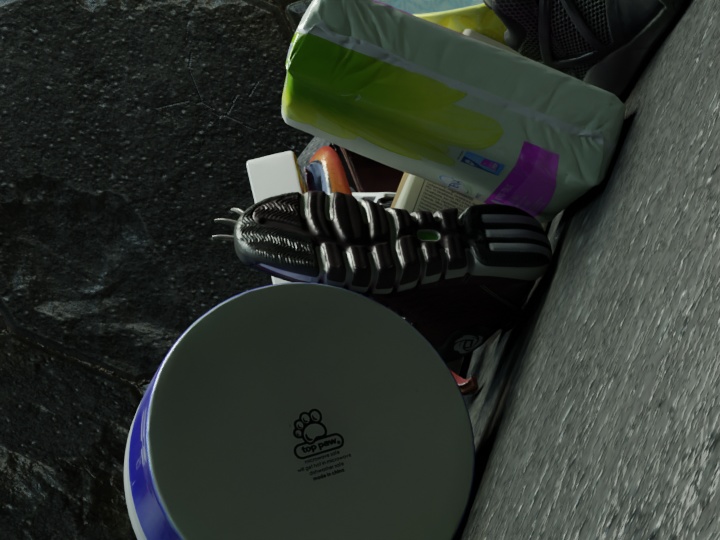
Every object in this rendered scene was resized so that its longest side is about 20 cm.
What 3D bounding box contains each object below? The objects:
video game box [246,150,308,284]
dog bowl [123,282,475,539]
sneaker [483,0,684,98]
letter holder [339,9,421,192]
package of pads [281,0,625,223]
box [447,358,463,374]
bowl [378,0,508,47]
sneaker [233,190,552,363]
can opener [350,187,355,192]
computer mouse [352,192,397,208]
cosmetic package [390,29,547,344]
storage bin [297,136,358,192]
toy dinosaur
[{"bbox_3d":[-0.040,0.029,1.559,0.182,0.046,0.201,79,178,-72],"label":"video game box"},{"bbox_3d":[-0.036,0.112,1.134,0.079,0.199,0.201,124,169,-63],"label":"dog bowl"},{"bbox_3d":[0.137,-0.183,1.135,0.200,0.114,0.077,120,171,-59],"label":"sneaker"},{"bbox_3d":[0.077,-0.149,1.606,0.199,0.143,0.100,-21,1,-39],"label":"letter holder"},{"bbox_3d":[0.051,-0.099,1.187,0.155,0.199,0.069,128,163,-82],"label":"package of pads"},{"bbox_3d":[0.022,0.142,1.454,0.194,0.047,0.201,-66,0,-53],"label":"box"},{"bbox_3d":[0.108,-0.184,1.470,0.200,0.199,0.108,-71,-32,-61],"label":"bowl"},{"bbox_3d":[0.015,0.017,1.211,0.076,0.198,0.116,-94,12,-45],"label":"sneaker"},{"bbox_3d":[-0.009,-0.015,1.553,0.200,0.066,0.054,-90,21,-65],"label":"can opener"},{"bbox_3d":[0.041,-0.036,1.459,0.200,0.109,0.044,-175,88,-74],"label":"computer mouse"},{"bbox_3d":[0.082,-0.060,1.333,0.071,0.105,0.201,118,176,-52],"label":"cosmetic package"},{"bbox_3d":[0.037,-0.110,1.823,0.200,0.135,0.094,-54,14,-31],"label":"storage bin"},{"bbox_3d":[0.000,0.000,1.371,0.105,0.198,0.183,58,-142,-70],"label":"toy dinosaur"}]
